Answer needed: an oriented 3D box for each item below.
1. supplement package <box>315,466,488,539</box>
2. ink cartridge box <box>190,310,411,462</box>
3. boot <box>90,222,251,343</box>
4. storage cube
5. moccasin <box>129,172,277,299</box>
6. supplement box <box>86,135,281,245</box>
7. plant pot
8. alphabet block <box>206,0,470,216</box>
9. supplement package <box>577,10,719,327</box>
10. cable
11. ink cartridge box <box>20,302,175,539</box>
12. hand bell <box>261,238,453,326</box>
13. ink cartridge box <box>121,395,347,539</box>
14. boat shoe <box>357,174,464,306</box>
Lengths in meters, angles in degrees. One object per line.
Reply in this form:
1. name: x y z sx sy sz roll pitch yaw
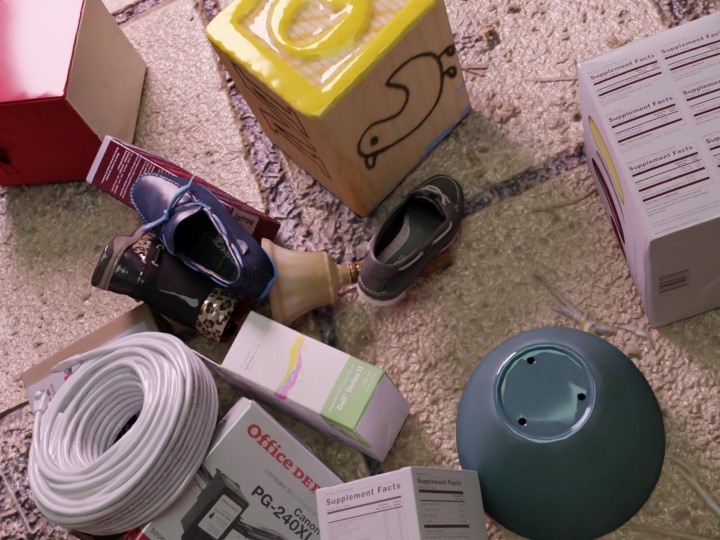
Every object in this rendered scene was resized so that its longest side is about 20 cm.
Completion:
1. supplement package: 0.045 0.280 0.900 0.113 0.109 0.203 -20 67 34
2. ink cartridge box: -0.059 0.108 1.047 0.198 0.117 0.068 22 73 24
3. boot: -0.189 0.011 1.128 0.149 0.200 0.074 26 98 3
4. storage cube: -0.387 -0.223 1.281 0.177 0.171 0.202 -4 63 13
5. moccasin: -0.166 -0.046 1.062 0.199 0.068 0.081 32 98 26
6. supplement box: -0.199 -0.077 1.181 0.199 0.109 0.061 29 95 27
7. plant pot: 0.174 0.133 0.954 0.197 0.135 0.202 -7 62 14
8. alphabet block: -0.018 -0.220 1.149 0.196 0.200 0.196 39 80 29
9. supplement package: 0.308 -0.090 0.990 0.145 0.192 0.202 -18 60 7
10. cable: -0.225 0.152 0.982 0.198 0.069 0.202 -23 43 22
11. ink cartridge box: -0.250 0.161 1.105 0.164 0.075 0.201 -29 60 0
12. hand bell: 0.000 0.000 1.115 0.197 0.104 0.105 -10 61 -2
13. ink cartridge box: -0.117 0.240 0.986 0.145 0.083 0.200 41 80 -4
14. boat shoe: 0.060 -0.045 1.085 0.066 0.057 0.201 26 51 13
